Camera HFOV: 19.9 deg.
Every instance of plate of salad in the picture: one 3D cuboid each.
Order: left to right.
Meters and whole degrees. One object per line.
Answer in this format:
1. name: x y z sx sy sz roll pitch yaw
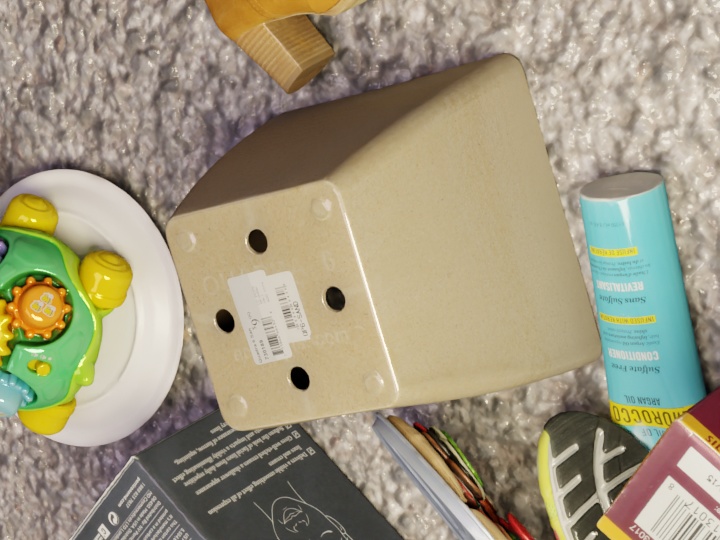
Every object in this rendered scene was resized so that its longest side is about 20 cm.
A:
1. plate of salad: -0.203 0.026 1.480 0.199 0.048 0.201 4 98 30

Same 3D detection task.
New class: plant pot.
1. plant pot: 0.000 0.000 1.252 0.199 0.177 0.201 -12 99 36

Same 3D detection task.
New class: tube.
1. tube: 0.173 0.042 1.234 0.077 0.050 0.201 5 114 45

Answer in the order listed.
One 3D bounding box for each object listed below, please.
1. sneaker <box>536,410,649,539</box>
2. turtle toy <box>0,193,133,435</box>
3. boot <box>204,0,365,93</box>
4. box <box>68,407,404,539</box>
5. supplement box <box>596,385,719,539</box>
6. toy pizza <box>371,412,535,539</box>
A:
1. sneaker: 0.152 0.182 1.269 0.090 0.078 0.201 -14 101 60
2. turtle toy: -0.260 0.022 1.427 0.200 0.101 0.146 36 113 22
3. boot: -0.042 -0.217 1.271 0.144 0.071 0.201 51 131 6
4. box: -0.067 0.201 1.383 0.200 0.148 0.107 47 126 13
5. supplement box: 0.231 0.112 1.116 0.110 0.200 0.086 42 123 15
6. toy pizza: 0.079 0.160 1.267 0.032 0.200 0.200 -40 79 -5
